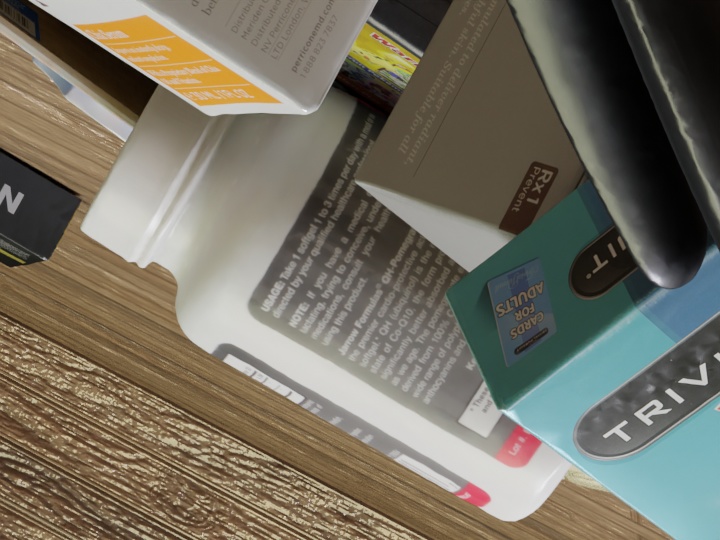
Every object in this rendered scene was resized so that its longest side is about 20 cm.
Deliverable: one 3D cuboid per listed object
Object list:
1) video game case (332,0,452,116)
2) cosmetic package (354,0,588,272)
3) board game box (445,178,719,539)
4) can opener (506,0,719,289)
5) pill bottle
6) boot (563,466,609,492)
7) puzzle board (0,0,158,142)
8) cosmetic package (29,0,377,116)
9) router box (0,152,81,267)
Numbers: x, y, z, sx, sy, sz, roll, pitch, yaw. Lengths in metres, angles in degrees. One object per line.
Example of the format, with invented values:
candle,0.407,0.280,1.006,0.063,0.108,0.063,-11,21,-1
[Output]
video game case,0.062,-0.044,1.013,0.200,0.026,0.181,32,171,-13
cosmetic package,0.103,-0.016,0.782,0.090,0.107,0.200,19,166,49
board game box,0.142,0.019,0.711,0.200,0.151,0.047,36,-158,-42
can opener,0.045,-0.076,0.577,0.063,0.079,0.200,19,143,47
pill bottle,0.000,0.000,1.010,0.199,0.111,0.111,30,171,-5
boot,0.076,0.043,1.308,0.199,0.073,0.156,21,167,13
puzzle board,-0.125,-0.097,1.103,0.200,0.017,0.151,36,-169,-19
cosmetic package,-0.095,-0.129,0.865,0.200,0.071,0.101,32,171,-20
router box,-0.305,-0.074,1.890,0.200,0.052,0.157,31,170,-14
